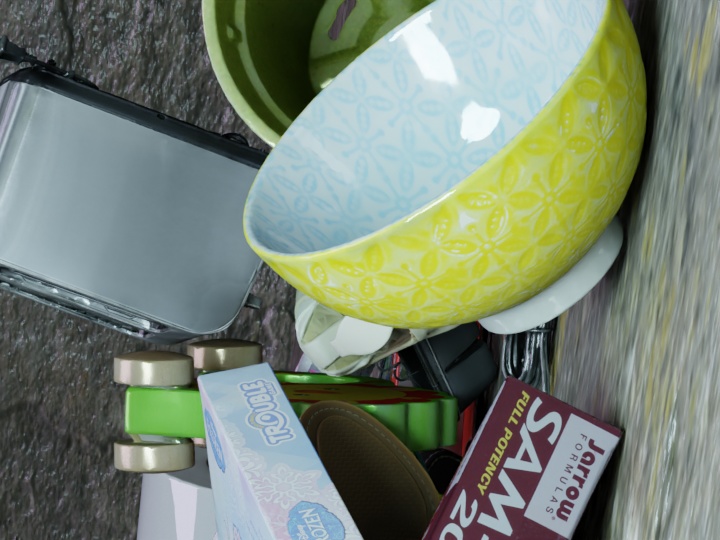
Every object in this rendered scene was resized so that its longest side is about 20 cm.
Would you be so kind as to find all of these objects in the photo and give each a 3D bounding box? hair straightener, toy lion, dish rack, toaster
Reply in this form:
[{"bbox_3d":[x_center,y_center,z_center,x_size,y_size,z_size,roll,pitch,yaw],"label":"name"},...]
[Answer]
[{"bbox_3d":[0.081,0.005,1.397,0.077,0.041,0.201,-112,28,-81],"label":"hair straightener"},{"bbox_3d":[-0.034,0.080,1.546,0.200,0.190,0.069,-8,-81,-74],"label":"toy lion"},{"bbox_3d":[0.000,0.000,1.630,0.200,0.054,0.154,26,146,58],"label":"dish rack"},{"bbox_3d":[-0.147,-0.037,1.550,0.181,0.199,0.119,161,129,-77],"label":"toaster"}]

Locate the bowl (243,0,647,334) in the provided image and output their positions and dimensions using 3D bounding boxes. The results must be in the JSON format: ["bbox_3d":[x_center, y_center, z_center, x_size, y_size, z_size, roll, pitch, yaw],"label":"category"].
[{"bbox_3d":[0.057,-0.037,1.211,0.108,0.200,0.200,50,-163,-23],"label":"bowl"}]

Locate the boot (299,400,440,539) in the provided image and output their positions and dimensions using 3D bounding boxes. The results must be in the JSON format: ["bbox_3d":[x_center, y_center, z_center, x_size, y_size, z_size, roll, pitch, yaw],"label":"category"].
[{"bbox_3d":[-0.008,0.180,1.445,0.155,0.073,0.201,-37,76,55],"label":"boot"}]

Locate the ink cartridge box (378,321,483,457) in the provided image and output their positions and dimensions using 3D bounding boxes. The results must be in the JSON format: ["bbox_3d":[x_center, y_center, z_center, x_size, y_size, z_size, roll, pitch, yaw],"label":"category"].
[{"bbox_3d":[0.042,0.075,1.731,0.200,0.050,0.110,108,167,-74],"label":"ink cartridge box"}]

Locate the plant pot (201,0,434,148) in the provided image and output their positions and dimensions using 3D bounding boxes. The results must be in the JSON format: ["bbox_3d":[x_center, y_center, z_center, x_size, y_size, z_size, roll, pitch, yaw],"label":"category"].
[{"bbox_3d":[0.022,-0.137,1.551,0.184,0.199,0.202,44,-129,-82],"label":"plant pot"}]

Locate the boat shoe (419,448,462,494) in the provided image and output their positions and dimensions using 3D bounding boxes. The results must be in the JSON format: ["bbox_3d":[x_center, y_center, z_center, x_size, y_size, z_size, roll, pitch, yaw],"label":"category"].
[{"bbox_3d":[0.038,0.198,1.588,0.066,0.072,0.202,-17,51,54],"label":"boat shoe"}]

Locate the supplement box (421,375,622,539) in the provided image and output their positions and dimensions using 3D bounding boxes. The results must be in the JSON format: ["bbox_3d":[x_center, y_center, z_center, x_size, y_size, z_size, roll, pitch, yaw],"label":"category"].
[{"bbox_3d":[0.056,0.135,1.246,0.109,0.061,0.200,-63,-3,-21],"label":"supplement box"}]

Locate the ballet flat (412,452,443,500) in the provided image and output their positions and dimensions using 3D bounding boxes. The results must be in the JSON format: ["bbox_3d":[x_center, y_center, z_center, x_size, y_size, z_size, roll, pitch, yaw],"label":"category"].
[{"bbox_3d":[0.023,0.149,1.508,0.200,0.067,0.067,-132,50,-64],"label":"ballet flat"}]

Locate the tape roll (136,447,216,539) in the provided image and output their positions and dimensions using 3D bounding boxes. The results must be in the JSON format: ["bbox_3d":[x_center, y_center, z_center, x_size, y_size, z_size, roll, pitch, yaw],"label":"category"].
[{"bbox_3d":[-0.066,0.210,1.985,0.203,0.201,0.140,-111,27,-80],"label":"tape roll"}]

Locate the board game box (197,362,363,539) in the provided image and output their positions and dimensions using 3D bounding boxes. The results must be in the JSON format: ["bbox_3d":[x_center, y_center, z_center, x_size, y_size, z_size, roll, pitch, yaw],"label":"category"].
[{"bbox_3d":[-0.029,0.178,1.318,0.200,0.043,0.200,-122,23,-59],"label":"board game box"}]

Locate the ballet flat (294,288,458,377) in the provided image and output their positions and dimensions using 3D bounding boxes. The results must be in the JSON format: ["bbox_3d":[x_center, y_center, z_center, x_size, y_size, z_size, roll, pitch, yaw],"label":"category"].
[{"bbox_3d":[-0.001,0.025,1.490,0.200,0.069,0.070,154,123,-64],"label":"ballet flat"}]

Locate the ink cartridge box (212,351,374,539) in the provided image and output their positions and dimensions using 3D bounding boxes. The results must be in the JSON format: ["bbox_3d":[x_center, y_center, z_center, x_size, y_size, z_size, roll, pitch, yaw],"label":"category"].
[{"bbox_3d":[-0.049,0.132,1.769,0.201,0.037,0.095,-66,-11,4],"label":"ink cartridge box"}]
